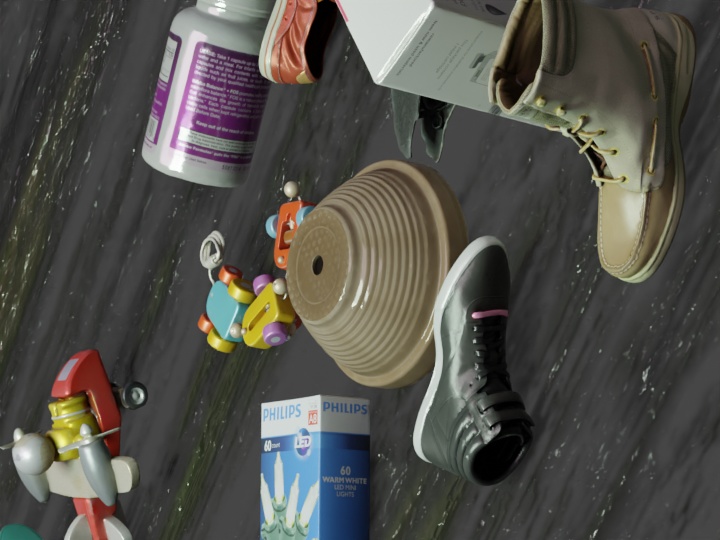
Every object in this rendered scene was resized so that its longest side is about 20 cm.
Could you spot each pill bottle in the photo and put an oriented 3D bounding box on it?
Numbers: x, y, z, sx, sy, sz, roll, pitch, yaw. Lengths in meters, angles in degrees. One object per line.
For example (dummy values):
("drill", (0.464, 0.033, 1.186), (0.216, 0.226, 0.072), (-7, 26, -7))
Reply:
("pill bottle", (-0.143, -0.193, 1.766), (0.112, 0.112, 0.201), (33, 111, 52))

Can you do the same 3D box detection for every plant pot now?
("plant pot", (0.000, 0.000, 1.549), (0.200, 0.092, 0.202), (-12, 75, 53))

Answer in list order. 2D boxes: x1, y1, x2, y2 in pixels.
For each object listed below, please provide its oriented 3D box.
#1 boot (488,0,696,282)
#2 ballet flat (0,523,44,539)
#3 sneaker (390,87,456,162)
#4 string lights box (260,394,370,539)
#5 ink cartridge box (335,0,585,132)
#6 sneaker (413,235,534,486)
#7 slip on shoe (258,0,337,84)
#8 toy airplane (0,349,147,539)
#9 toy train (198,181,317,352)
("boot", (0.162, -0.097, 1.279), (0.072, 0.154, 0.202), (7, 91, 55))
("ballet flat", (-0.373, 0.365, 2.045), (0.200, 0.070, 0.066), (40, 131, 54))
("sneaker", (0.073, -0.198, 1.509), (0.200, 0.060, 0.105), (-61, 40, 37))
("string lights box", (-0.041, 0.217, 1.599), (0.103, 0.059, 0.202), (-14, 73, 54))
("ink cartridge box", (0.084, -0.199, 1.369), (0.083, 0.199, 0.147), (-52, 46, 32))
("sneaker", (0.105, 0.079, 1.412), (0.099, 0.070, 0.201), (33, 117, 50))
("slip on shoe", (-0.039, -0.270, 1.680), (0.061, 0.074, 0.201), (19, 96, 22))
("toy airplane", (-0.308, 0.212, 1.909), (0.201, 0.140, 0.200), (-59, 42, 30))
("toy train", (-0.087, 0.005, 1.704), (0.200, 0.055, 0.151), (-17, 65, 55))
